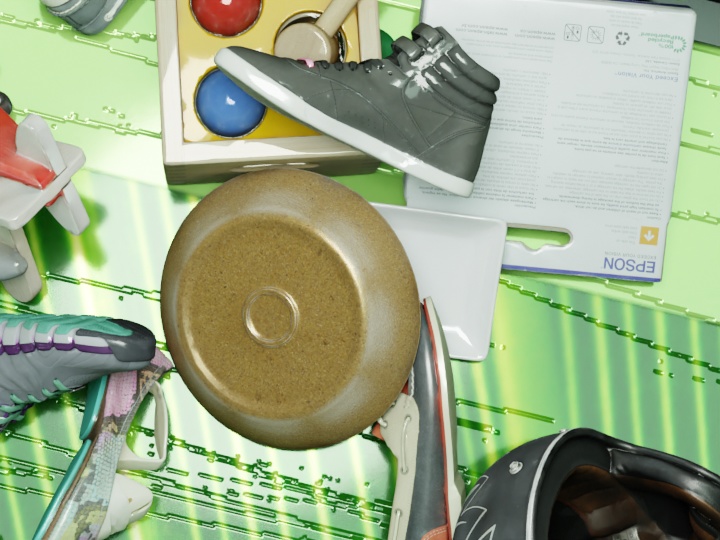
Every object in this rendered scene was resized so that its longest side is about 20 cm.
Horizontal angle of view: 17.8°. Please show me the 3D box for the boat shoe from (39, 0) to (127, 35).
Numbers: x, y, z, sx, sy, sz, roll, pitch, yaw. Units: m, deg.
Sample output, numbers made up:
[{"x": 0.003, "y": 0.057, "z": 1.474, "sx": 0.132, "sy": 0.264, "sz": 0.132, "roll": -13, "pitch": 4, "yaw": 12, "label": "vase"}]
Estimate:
[{"x": -0.160, "y": -0.258, "z": 1.672, "sx": 0.200, "sy": 0.073, "sz": 0.062, "roll": -54, "pitch": 132, "yaw": -13, "label": "boat shoe"}]

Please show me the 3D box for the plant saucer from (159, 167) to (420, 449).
[{"x": -0.057, "y": 0.030, "z": 1.604, "sx": 0.199, "sy": 0.035, "sz": 0.201, "roll": 3, "pitch": 100, "yaw": 20, "label": "plant saucer"}]

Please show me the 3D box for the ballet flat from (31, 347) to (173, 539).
[{"x": -0.171, "y": 0.129, "z": 1.589, "sx": 0.071, "sy": 0.069, "sz": 0.201, "roll": 24, "pitch": 53, "yaw": -12, "label": "ballet flat"}]

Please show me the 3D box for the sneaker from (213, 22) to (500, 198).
[{"x": 0.004, "y": -0.132, "z": 1.541, "sx": 0.199, "sy": 0.071, "sz": 0.100, "roll": 24, "pitch": 93, "yaw": -15, "label": "sneaker"}]

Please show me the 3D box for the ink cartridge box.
[{"x": 0.132, "y": -0.100, "z": 1.660, "sx": 0.195, "sy": 0.043, "sz": 0.201, "roll": 6, "pitch": 103, "yaw": -2, "label": "ink cartridge box"}]

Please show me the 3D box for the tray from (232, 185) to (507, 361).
[{"x": 0.000, "y": 0.000, "z": 1.649, "sx": 0.199, "sy": 0.022, "sz": 0.108, "roll": 7, "pitch": 107, "yaw": -2, "label": "tray"}]

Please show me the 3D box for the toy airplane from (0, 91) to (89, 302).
[{"x": -0.277, "y": -0.074, "z": 1.566, "sx": 0.141, "sy": 0.199, "sz": 0.201, "roll": -31, "pitch": 88, "yaw": -16, "label": "toy airplane"}]

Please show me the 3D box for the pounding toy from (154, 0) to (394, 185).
[{"x": -0.044, "y": -0.166, "z": 1.616, "sx": 0.199, "sy": 0.142, "sz": 0.185, "roll": -3, "pitch": 84, "yaw": -3, "label": "pounding toy"}]

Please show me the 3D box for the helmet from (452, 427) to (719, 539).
[{"x": 0.155, "y": 0.208, "z": 1.560, "sx": 0.190, "sy": 0.200, "sz": 0.201, "roll": 16, "pitch": 83, "yaw": 14, "label": "helmet"}]

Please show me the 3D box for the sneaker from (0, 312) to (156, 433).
[{"x": -0.225, "y": 0.075, "z": 1.597, "sx": 0.199, "sy": 0.074, "sz": 0.088, "roll": 3, "pitch": 95, "yaw": 31, "label": "sneaker"}]

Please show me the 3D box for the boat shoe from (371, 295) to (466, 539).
[{"x": 0.039, "y": 0.120, "z": 1.625, "sx": 0.062, "sy": 0.071, "sz": 0.201, "roll": -5, "pitch": 93, "yaw": 8, "label": "boat shoe"}]
